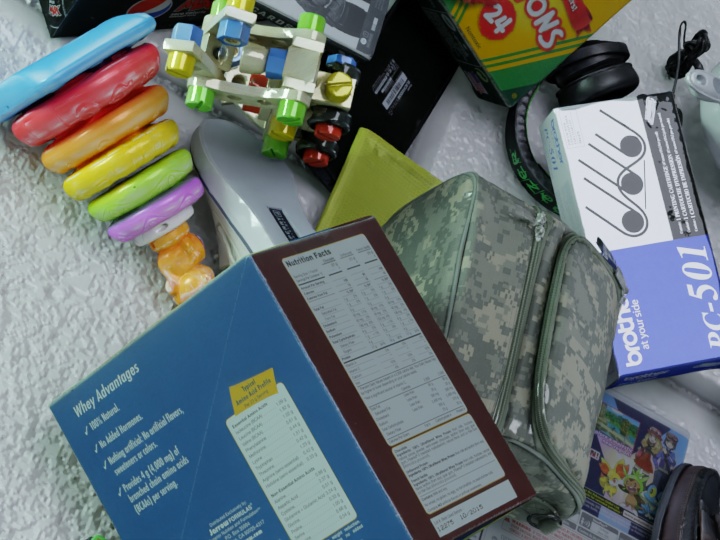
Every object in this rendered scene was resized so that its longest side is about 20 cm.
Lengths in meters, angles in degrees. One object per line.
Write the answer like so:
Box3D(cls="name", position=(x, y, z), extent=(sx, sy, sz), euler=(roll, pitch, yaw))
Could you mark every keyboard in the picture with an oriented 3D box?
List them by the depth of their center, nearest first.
Box3D(cls="keyboard", position=(0.005, -0.137, 1.720), extent=(0.104, 0.040, 0.200), euler=(53, 48, -26))

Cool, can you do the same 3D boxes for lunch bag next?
Box3D(cls="lunch bag", position=(0.089, 0.056, 1.579), extent=(0.167, 0.139, 0.201), euler=(30, 55, -25))

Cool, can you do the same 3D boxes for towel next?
Box3D(cls="towel", position=(0.000, 0.000, 1.636), extent=(0.086, 0.018, 0.201), euler=(36, 57, -21))

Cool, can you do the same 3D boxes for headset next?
Box3D(cls="headset", position=(0.192, -0.118, 1.797), extent=(0.200, 0.094, 0.124), euler=(-40, 89, -21))

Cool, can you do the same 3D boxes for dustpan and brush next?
Box3D(cls="dustpan and brush", position=(0.286, -0.120, 1.792), extent=(0.200, 0.057, 0.140), euler=(11, 71, -46))

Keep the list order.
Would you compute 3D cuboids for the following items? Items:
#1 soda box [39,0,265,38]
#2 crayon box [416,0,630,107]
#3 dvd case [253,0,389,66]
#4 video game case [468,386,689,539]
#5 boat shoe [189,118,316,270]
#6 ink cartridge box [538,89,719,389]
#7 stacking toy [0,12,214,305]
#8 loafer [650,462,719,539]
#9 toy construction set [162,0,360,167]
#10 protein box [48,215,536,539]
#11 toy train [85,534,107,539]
Box3D(cls="soda box", position=(-0.124, -0.211, 1.651), extent=(0.199, 0.071, 0.064), euler=(-9, 70, -32))
Box3D(cls="crayon box", position=(0.139, -0.232, 1.746), extent=(0.200, 0.051, 0.127), euler=(-42, 117, -12))
Box3D(cls="dvd case", position=(-0.060, -0.249, 1.633), extent=(0.199, 0.025, 0.151), euler=(25, 68, -19))
Box3D(cls="video game case", position=(0.124, 0.144, 1.646), extent=(0.199, 0.023, 0.183), euler=(29, 56, -13))
Box3D(cls="boat shoe", position=(-0.070, -0.019, 1.586), extent=(0.071, 0.070, 0.200), euler=(5, 39, -41))
Box3D(cls="ink cartridge box", position=(0.198, -0.022, 1.700), extent=(0.094, 0.044, 0.201), euler=(-10, 77, -14))
Box3D(cls="stacking toy", position=(-0.146, -0.058, 1.557), extent=(0.110, 0.116, 0.201), euler=(-35, 97, -34))
Box3D(cls="loafer", position=(0.231, 0.226, 1.627), extent=(0.072, 0.063, 0.201), euler=(49, 48, -45))
Box3D(cls="toy construction set", position=(-0.069, -0.125, 1.576), extent=(0.131, 0.200, 0.093), euler=(13, 90, -6))
Box3D(cls="protein box", position=(-0.044, 0.109, 1.442), extent=(0.135, 0.198, 0.201), euler=(-18, 75, -54))
Box3D(cls="toy train", position=(-0.192, 0.240, 1.412), extent=(0.056, 0.042, 0.200), euler=(34, 54, 2))
